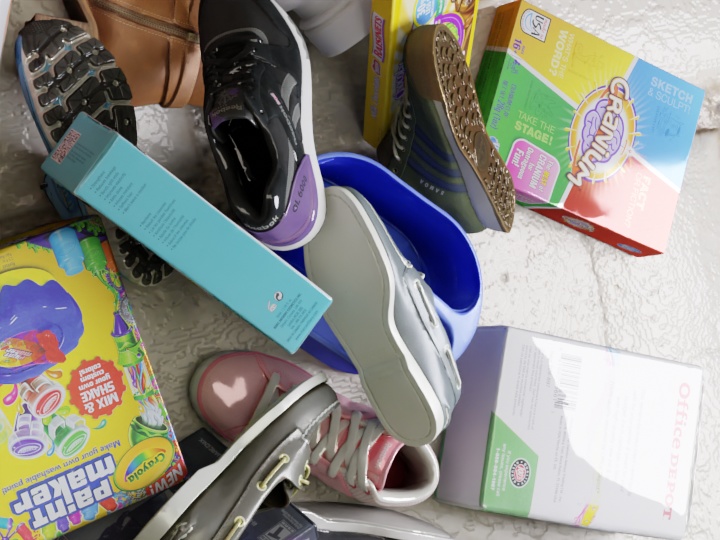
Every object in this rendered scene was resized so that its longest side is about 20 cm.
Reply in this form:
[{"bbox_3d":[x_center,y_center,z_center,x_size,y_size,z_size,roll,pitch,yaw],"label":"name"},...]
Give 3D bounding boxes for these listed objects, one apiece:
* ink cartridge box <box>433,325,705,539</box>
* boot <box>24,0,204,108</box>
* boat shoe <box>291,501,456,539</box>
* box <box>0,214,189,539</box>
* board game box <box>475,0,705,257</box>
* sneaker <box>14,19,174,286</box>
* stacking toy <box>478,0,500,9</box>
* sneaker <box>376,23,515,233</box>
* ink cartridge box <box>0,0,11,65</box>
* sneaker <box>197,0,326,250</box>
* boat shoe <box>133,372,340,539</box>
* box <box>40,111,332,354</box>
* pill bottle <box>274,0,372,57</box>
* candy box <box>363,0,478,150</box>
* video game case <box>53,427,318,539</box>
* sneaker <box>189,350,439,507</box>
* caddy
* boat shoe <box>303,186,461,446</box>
[{"bbox_3d":[0.172,0.133,1.410,0.199,0.087,0.146,12,82,-24],"label":"ink cartridge box"},{"bbox_3d":[-0.156,-0.217,1.261,0.154,0.077,0.201,7,88,-22],"label":"boot"},{"bbox_3d":[-0.018,0.210,1.316,0.199,0.074,0.061,11,92,-33],"label":"boat shoe"},{"bbox_3d":[-0.252,0.087,1.175,0.199,0.122,0.194,-22,98,-26],"label":"box"},{"bbox_3d":[0.185,-0.116,1.456,0.199,0.040,0.154,21,78,-25],"label":"board game box"},{"bbox_3d":[-0.202,-0.078,1.222,0.078,0.090,0.201,-37,116,-41],"label":"sneaker"},{"bbox_3d":[0.106,-0.314,1.401,0.146,0.146,0.200,55,47,-14],"label":"stacking toy"},{"bbox_3d":[0.049,-0.099,1.327,0.201,0.089,0.067,63,33,-42],"label":"sneaker"},{"bbox_3d":[-0.240,-0.202,1.152,0.050,0.200,0.163,12,82,-26],"label":"ink cartridge box"},{"bbox_3d":[-0.074,-0.118,1.196,0.075,0.088,0.201,-20,75,14],"label":"sneaker"},{"bbox_3d":[-0.073,0.144,1.204,0.060,0.072,0.202,45,48,4],"label":"boat shoe"},{"bbox_3d":[-0.116,-0.024,1.171,0.200,0.082,0.049,38,87,-29],"label":"box"},{"bbox_3d":[-0.057,-0.263,1.295,0.200,0.120,0.120,47,68,-17],"label":"pill bottle"},{"bbox_3d":[0.048,-0.180,1.316,0.102,0.200,0.026,-37,67,-22],"label":"candy box"},{"bbox_3d":[-0.149,0.200,1.217,0.200,0.143,0.019,-31,133,-25],"label":"video game case"},{"bbox_3d":[-0.026,0.119,1.300,0.200,0.105,0.076,31,76,-21],"label":"sneaker"},{"bbox_3d":[0.000,0.000,1.317,0.200,0.105,0.142,34,72,-21],"label":"caddy"},{"bbox_3d":[0.019,0.026,1.256,0.062,0.073,0.201,-36,108,-48],"label":"boat shoe"}]
